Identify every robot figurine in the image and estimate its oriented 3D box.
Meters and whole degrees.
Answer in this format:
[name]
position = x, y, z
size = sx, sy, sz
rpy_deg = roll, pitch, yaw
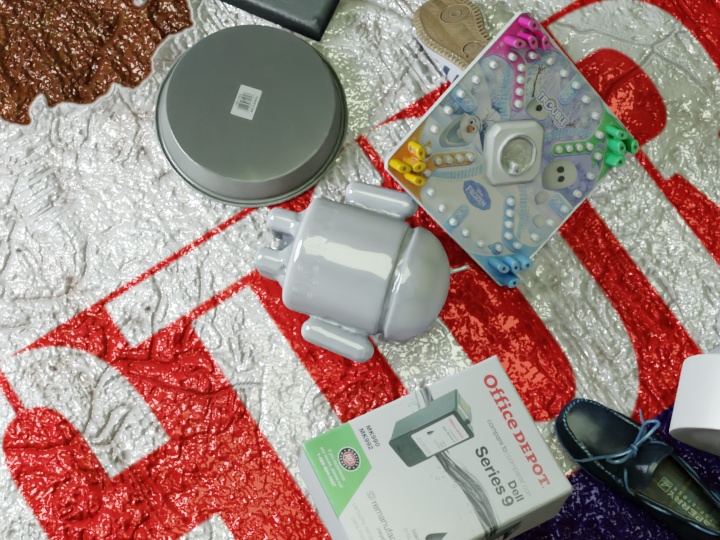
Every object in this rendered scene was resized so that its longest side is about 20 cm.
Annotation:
[robot figurine]
position = 0.000, 0.000, 1.503
size = 0.199, 0.113, 0.170
rpy_deg = 16, 85, 4

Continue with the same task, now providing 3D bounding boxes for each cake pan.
[cake pan]
position = -0.112, -0.164, 1.591
size = 0.199, 0.037, 0.201
rpy_deg = 0, 73, -1

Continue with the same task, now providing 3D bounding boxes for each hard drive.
[hard drive]
position = -0.066, -0.355, 1.655
size = 0.139, 0.033, 0.201
rpy_deg = 23, 73, 5

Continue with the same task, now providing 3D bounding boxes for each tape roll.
[tape roll]
position = 0.385, 0.135, 1.423
size = 0.202, 0.202, 0.071
rpy_deg = 15, 79, 3

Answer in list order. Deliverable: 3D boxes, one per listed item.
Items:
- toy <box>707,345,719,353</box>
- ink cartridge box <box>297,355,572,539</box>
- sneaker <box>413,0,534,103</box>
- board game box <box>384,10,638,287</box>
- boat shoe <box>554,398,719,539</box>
[toy]
position = 0.389, 0.042, 1.453
size = 0.115, 0.200, 0.047
rpy_deg = -25, 94, -9
[ink cartridge box]
position = 0.064, 0.184, 1.388
size = 0.199, 0.084, 0.146
rpy_deg = -24, 69, -15
[sneaker]
position = 0.121, -0.195, 1.599
size = 0.070, 0.109, 0.200
rpy_deg = -30, 45, -8
[board game box]
position = 0.151, -0.111, 1.502
size = 0.200, 0.026, 0.200
rpy_deg = -48, 122, -2
[boat shoe]
position = 0.277, 0.182, 1.476
size = 0.200, 0.069, 0.084
rpy_deg = 32, 74, 8
